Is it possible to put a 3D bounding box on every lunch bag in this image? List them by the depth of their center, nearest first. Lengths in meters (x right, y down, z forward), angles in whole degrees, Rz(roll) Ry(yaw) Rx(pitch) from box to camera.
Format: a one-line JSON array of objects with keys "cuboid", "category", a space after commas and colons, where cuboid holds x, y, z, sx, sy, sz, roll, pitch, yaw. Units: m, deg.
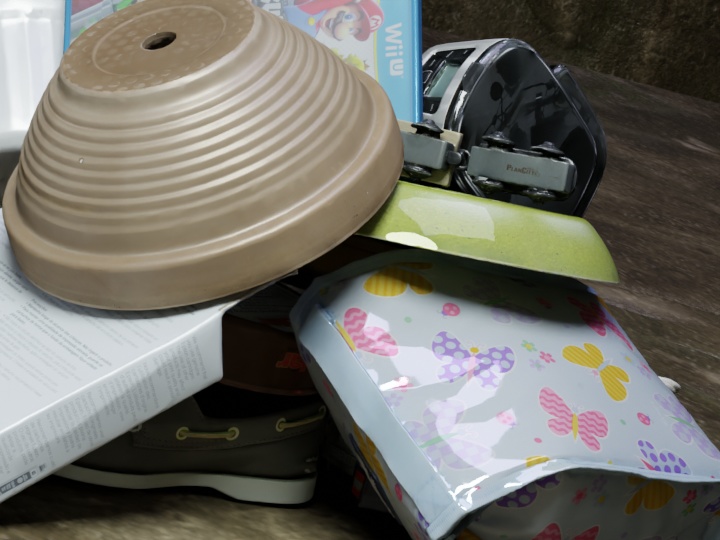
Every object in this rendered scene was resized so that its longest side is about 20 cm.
[{"cuboid": [0.066, 0.084, 1.468, 0.200, 0.127, 0.170, 13, 31, -47], "category": "lunch bag"}]

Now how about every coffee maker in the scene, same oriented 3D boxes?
[{"cuboid": [0.039, -0.068, 1.721, 0.200, 0.135, 0.192, 13, -6, 40], "category": "coffee maker"}]

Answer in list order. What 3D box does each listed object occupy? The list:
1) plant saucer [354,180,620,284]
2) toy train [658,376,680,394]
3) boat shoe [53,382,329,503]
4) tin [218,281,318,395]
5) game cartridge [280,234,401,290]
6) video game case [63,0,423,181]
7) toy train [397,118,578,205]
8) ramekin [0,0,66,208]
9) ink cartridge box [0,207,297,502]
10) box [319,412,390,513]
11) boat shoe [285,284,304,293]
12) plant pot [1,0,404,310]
[{"cuboid": [0.038, -0.027, 1.510, 0.200, 0.031, 0.200, 12, 2, -1], "category": "plant saucer"}, {"cuboid": [0.122, 0.039, 1.857, 0.150, 0.056, 0.200, 19, -8, -18], "category": "toy train"}, {"cuboid": [-0.102, 0.076, 1.489, 0.201, 0.060, 0.072, 9, 14, -38], "category": "boat shoe"}, {"cuboid": [-0.098, 0.012, 1.550, 0.200, 0.042, 0.112, 27, 20, 37], "category": "tin"}, {"cuboid": [0.000, 0.000, 1.673, 0.200, 0.032, 0.176, 19, -5, -17], "category": "game cartridge"}, {"cuboid": [-0.066, -0.110, 1.622, 0.200, 0.143, 0.018, -4, -23, 8], "category": "video game case"}, {"cuboid": [0.020, -0.065, 1.546, 0.200, 0.034, 0.046, 12, -2, 20], "category": "toy train"}, {"cuboid": [-0.197, -0.071, 1.727, 0.200, 0.200, 0.098, 11, 57, -30], "category": "ramekin"}, {"cuboid": [-0.156, 0.026, 1.437, 0.200, 0.041, 0.200, -29, 33, -21], "category": "ink cartridge box"}, {"cuboid": [0.073, 0.110, 1.640, 0.200, 0.040, 0.137, 13, 11, -21], "category": "box"}, {"cuboid": [-0.071, 0.015, 1.830, 0.072, 0.062, 0.200, -11, -15, 19], "category": "boat shoe"}, {"cuboid": [-0.085, -0.074, 1.436, 0.201, 0.093, 0.201, -11, 31, 7], "category": "plant pot"}]
